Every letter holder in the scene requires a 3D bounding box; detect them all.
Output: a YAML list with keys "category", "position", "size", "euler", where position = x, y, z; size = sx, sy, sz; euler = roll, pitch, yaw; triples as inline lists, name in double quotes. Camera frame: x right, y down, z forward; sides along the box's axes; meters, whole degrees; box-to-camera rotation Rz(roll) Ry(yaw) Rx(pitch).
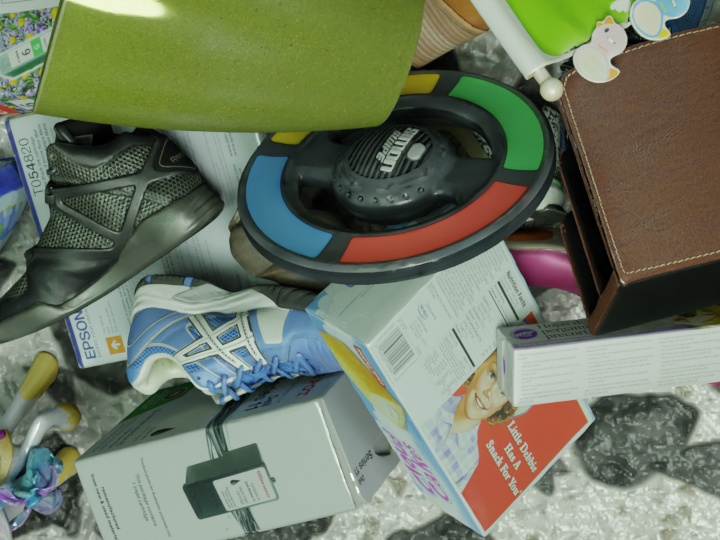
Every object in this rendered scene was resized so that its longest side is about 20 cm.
- category: "letter holder"
  position: [0.218, -0.064, 0.972]
  size: [0.198, 0.101, 0.143]
  euler: [-14, 72, -6]

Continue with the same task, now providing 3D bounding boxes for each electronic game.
- category: "electronic game"
  position: [0.021, -0.061, 0.998]
  size: [0.198, 0.201, 0.042]
  euler: [1, 131, 19]

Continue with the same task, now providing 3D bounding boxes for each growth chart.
- category: "growth chart"
  position: [0.146, -0.200, 0.958]
  size: [0.200, 0.018, 0.145]
  euler: [-40, 73, -8]

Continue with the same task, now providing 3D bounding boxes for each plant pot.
- category: "plant pot"
  position: [-0.070, -0.155, 0.949]
  size: [0.198, 0.188, 0.188]
  euler: [15, 114, -13]

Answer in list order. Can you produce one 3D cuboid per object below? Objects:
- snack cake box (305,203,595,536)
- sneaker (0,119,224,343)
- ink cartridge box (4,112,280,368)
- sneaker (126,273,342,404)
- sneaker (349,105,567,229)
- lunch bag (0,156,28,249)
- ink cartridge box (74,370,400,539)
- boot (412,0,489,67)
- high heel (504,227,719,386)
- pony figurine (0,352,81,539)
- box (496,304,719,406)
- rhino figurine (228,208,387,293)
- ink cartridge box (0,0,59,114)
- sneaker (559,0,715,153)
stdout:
- category: "snack cake box"
  position: [0.062, 0.061, 1.047]
  size: [0.067, 0.115, 0.201]
  euler: [27, 155, 47]
- category: "sneaker"
  position: [-0.199, -0.034, 1.135]
  size: [0.199, 0.076, 0.115]
  euler: [-35, 92, 23]
- category: "ink cartridge box"
  position: [-0.138, -0.039, 1.173]
  size: [0.198, 0.041, 0.202]
  euler: [-9, 104, 22]
- category: "sneaker"
  position: [-0.071, 0.054, 1.101]
  size: [0.198, 0.076, 0.078]
  euler: [2, 66, 30]
- category: "sneaker"
  position: [0.049, -0.083, 1.092]
  size: [0.198, 0.077, 0.090]
  euler: [10, 79, 18]
- category: "lunch bag"
  position: [-0.345, -0.006, 1.186]
  size: [0.199, 0.170, 0.128]
  euler: [-30, 97, 26]
- category: "ink cartridge box"
  position: [-0.076, 0.123, 1.148]
  size: [0.198, 0.147, 0.084]
  euler: [-16, 101, 22]
- category: "boot"
  position: [0.041, -0.242, 1.021]
  size: [0.155, 0.077, 0.201]
  euler: [-34, 97, 27]
- category: "high heel"
  position: [0.149, 0.024, 1.083]
  size: [0.198, 0.067, 0.097]
  euler: [2, 103, 7]
- category: "pony figurine"
  position: [-0.284, 0.176, 1.207]
  size: [0.165, 0.200, 0.194]
  euler: [26, 114, 9]
- category: "box"
  position: [0.184, 0.049, 1.016]
  size: [0.198, 0.039, 0.042]
  euler: [-7, 110, -10]
- category: "rhino figurine"
  position: [0.000, 0.000, 1.099]
  size: [0.199, 0.060, 0.087]
  euler: [27, 148, -14]
- category: "ink cartridge box"
  position: [-0.240, -0.168, 1.140]
  size: [0.198, 0.050, 0.110]
  euler: [-3, 82, 19]
- category: "sneaker"
  position: [0.169, -0.137, 1.006]
  size: [0.078, 0.089, 0.202]
  euler: [14, 109, 14]
